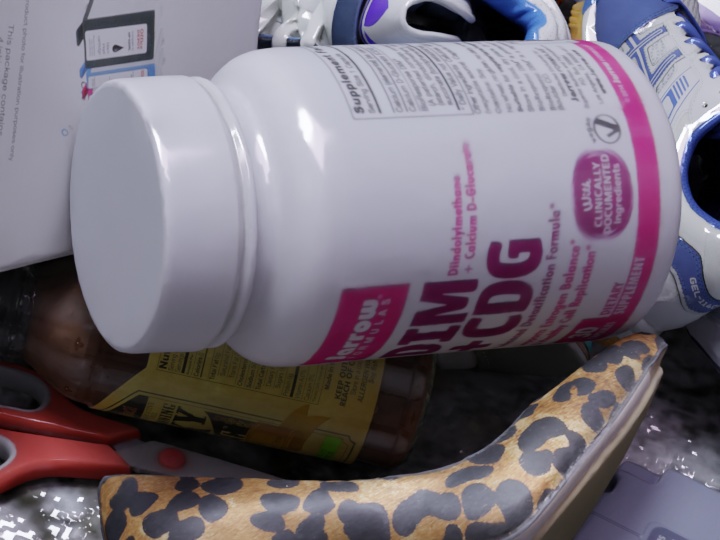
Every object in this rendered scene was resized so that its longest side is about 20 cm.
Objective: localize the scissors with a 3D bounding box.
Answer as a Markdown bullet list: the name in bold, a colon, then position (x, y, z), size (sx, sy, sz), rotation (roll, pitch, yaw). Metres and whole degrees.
- **scissors**: position (-0.083, 0.065, 0.973), size (0.199, 0.014, 0.073), rotation (4, 41, -8)

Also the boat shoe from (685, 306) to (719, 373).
- **boat shoe**: position (0.175, 0.043, 1.023), size (0.071, 0.070, 0.200), rotation (-13, 21, -3)

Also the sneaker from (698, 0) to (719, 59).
- **sneaker**: position (0.175, -0.059, 1.142), size (0.200, 0.076, 0.088), rotation (31, 54, 29)

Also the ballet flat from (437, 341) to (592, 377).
- **ballet flat**: position (0.000, 0.000, 1.038), size (0.200, 0.067, 0.064), rotation (36, 76, 15)

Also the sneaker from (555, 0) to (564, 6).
- **sneaker**: position (0.082, -0.147, 1.157), size (0.078, 0.112, 0.200), rotation (52, 44, -23)

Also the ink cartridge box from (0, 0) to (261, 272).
- **ink cartridge box**: position (-0.151, -0.092, 0.954), size (0.147, 0.145, 0.200), rotation (17, 18, 30)

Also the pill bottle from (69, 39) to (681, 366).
- **pill bottle**: position (0.004, -0.024, 0.920), size (0.199, 0.114, 0.114), rotation (-4, 44, -26)

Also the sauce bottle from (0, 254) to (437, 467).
- **sauce bottle**: position (-0.073, 0.026, 0.970), size (0.199, 0.065, 0.065), rotation (13, 42, -7)

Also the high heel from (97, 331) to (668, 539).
- **high heel**: position (0.007, 0.064, 0.923), size (0.142, 0.071, 0.200), rotation (37, 71, 18)

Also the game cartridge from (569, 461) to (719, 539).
- **game cartridge**: position (0.112, 0.160, 0.905), size (0.133, 0.041, 0.200), rotation (24, 43, 17)

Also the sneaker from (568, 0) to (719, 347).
- **sneaker**: position (0.135, -0.061, 1.050), size (0.075, 0.088, 0.201), rotation (36, 48, -41)

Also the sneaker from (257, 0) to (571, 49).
- **sneaker**: position (-0.010, -0.111, 1.030), size (0.199, 0.146, 0.081), rotation (18, 85, -4)
